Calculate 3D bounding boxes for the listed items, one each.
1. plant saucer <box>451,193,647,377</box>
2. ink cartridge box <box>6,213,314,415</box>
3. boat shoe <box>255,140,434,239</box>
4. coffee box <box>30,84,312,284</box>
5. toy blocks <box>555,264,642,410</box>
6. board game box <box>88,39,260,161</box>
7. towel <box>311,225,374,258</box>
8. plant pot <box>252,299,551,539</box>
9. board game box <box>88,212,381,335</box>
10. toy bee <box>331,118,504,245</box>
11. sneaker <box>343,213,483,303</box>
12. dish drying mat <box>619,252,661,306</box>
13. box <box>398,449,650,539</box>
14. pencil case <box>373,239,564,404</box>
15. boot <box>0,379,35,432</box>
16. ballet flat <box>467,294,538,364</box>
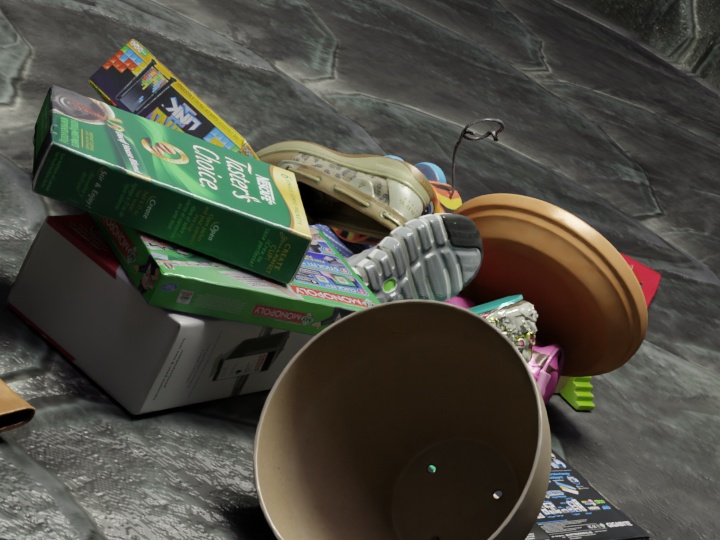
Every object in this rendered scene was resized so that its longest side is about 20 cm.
[{"bbox_3d":[0.151,0.022,1.725,0.200,0.200,0.037,32,54,9],"label":"plant saucer"},{"bbox_3d":[-0.138,0.025,1.492,0.147,0.083,0.200,37,22,24],"label":"ink cartridge box"},{"bbox_3d":[-0.031,-0.067,1.749,0.200,0.063,0.073,5,-35,41],"label":"boat shoe"},{"bbox_3d":[-0.137,-0.064,1.439,0.200,0.044,0.123,21,21,-16],"label":"coffee box"},{"bbox_3d":[0.171,0.015,1.855,0.100,0.137,0.200,7,29,-46],"label":"toy blocks"},{"bbox_3d":[-0.127,-0.083,1.683,0.165,0.057,0.200,44,-6,33],"label":"board game box"},{"bbox_3d":[-0.047,-0.058,1.918,0.145,0.024,0.200,34,22,6],"label":"towel"},{"bbox_3d":[0.044,0.137,1.354,0.200,0.200,0.134,42,-5,32],"label":"plant pot"},{"bbox_3d":[-0.088,-0.005,1.462,0.200,0.029,0.135,12,25,-35],"label":"board game box"},{"bbox_3d":[0.045,-0.054,1.817,0.131,0.200,0.109,0,72,-26],"label":"toy bee"},{"bbox_3d":[0.000,0.000,1.642,0.200,0.075,0.115,-24,20,-39],"label":"sneaker"},{"bbox_3d":[0.280,0.019,2.170,0.077,0.018,0.200,31,21,7],"label":"dish drying mat"},{"bbox_3d":[0.093,0.164,1.516,0.198,0.050,0.200,39,21,32],"label":"box"},{"bbox_3d":[0.079,0.054,1.713,0.200,0.091,0.094,29,-16,7],"label":"pencil case"},{"bbox_3d":[-0.284,0.028,1.310,0.200,0.068,0.188,37,21,20],"label":"boot"},{"bbox_3d":[0.055,0.071,1.617,0.200,0.064,0.076,-13,4,-12],"label":"ballet flat"}]
